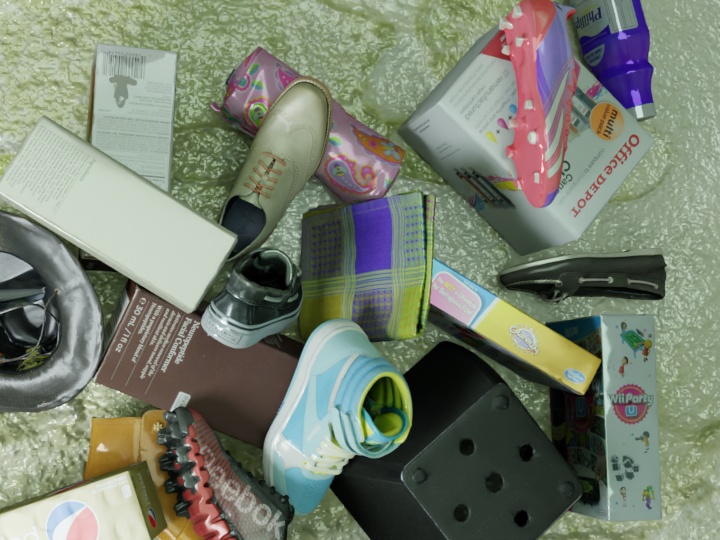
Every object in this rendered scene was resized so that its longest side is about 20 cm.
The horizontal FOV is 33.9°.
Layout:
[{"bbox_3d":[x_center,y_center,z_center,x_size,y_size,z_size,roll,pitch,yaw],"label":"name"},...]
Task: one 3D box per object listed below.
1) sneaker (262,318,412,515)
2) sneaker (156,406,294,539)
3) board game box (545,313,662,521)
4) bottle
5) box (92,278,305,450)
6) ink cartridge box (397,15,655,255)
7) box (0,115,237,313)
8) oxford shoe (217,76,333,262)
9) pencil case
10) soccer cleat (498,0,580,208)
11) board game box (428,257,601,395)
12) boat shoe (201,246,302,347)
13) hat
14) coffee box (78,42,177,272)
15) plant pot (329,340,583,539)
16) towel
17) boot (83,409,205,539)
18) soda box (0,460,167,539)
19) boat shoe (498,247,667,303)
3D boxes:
[{"bbox_3d":[-0.020,0.158,1.081,0.079,0.130,0.202,4,110,-35],"label":"sneaker"},{"bbox_3d":[-0.117,0.213,1.090,0.097,0.071,0.202,-21,84,-30],"label":"sneaker"},{"bbox_3d":[0.249,0.149,1.218,0.064,0.147,0.202,0,84,-13],"label":"board game box"},{"bbox_3d":[0.278,-0.260,1.300,0.065,0.083,0.202,-14,89,-16],"label":"bottle"},{"bbox_3d":[-0.148,0.090,1.131,0.199,0.075,0.101,24,98,-20],"label":"box"},{"bbox_3d":[0.170,-0.139,1.227,0.200,0.145,0.146,43,75,-8],"label":"ink cartridge box"},{"bbox_3d":[-0.213,-0.046,1.037,0.199,0.068,0.083,34,79,-8],"label":"box"},{"bbox_3d":[-0.084,-0.091,1.140,0.070,0.074,0.201,25,113,-1],"label":"oxford shoe"},{"bbox_3d":[-0.051,-0.141,1.201,0.199,0.087,0.088,34,77,-9],"label":"pencil case"},{"bbox_3d":[0.180,-0.161,1.125,0.076,0.067,0.202,-3,83,-19],"label":"soccer cleat"},{"bbox_3d":[0.125,0.054,1.190,0.199,0.153,0.041,31,84,-11],"label":"board game box"},{"bbox_3d":[-0.085,0.016,1.108,0.072,0.200,0.071,33,106,0],"label":"boat shoe"},{"bbox_3d":[-0.320,0.029,1.100,0.199,0.081,0.202,2,108,7],"label":"hat"},{"bbox_3d":[-0.224,-0.102,1.133,0.079,0.114,0.202,4,85,-14],"label":"coffee box"},{"bbox_3d":[0.099,0.202,1.157,0.200,0.177,0.200,-39,94,-14],"label":"plant pot"},{"bbox_3d":[0.000,0.000,1.148,0.023,0.199,0.145,8,83,-36],"label":"towel"},{"bbox_3d":[-0.166,0.207,1.140,0.199,0.071,0.145,6,84,-10],"label":"boot"},{"bbox_3d":[-0.284,0.239,1.076,0.198,0.064,0.068,-19,89,4],"label":"soda box"},{"bbox_3d":[0.245,0.012,1.273,0.198,0.067,0.058,-6,81,-19],"label":"boat shoe"}]
